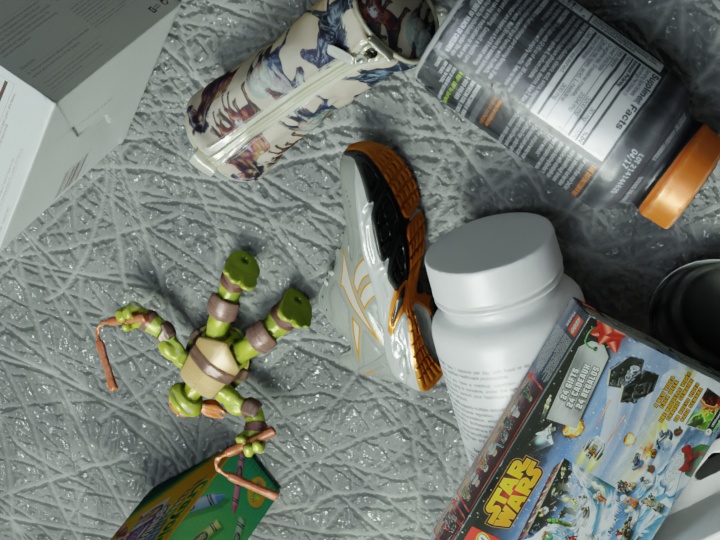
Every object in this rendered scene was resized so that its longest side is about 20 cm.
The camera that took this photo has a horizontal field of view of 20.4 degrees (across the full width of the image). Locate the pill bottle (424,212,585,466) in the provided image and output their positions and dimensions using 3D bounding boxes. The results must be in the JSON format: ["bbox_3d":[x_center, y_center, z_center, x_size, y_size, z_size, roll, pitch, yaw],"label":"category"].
[{"bbox_3d":[0.115,0.068,1.437,0.113,0.113,0.201,-4,117,28],"label":"pill bottle"}]

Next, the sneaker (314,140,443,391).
[{"bbox_3d":[0.000,0.000,1.481,0.091,0.076,0.201,2,118,30],"label":"sneaker"}]

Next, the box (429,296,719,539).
[{"bbox_3d":[0.156,0.135,1.388,0.136,0.040,0.201,26,102,-22],"label":"box"}]

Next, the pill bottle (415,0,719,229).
[{"bbox_3d":[0.143,-0.112,1.322,0.199,0.106,0.106,36,127,2],"label":"pill bottle"}]

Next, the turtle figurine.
[{"bbox_3d":[-0.103,0.072,1.577,0.200,0.064,0.161,44,120,7],"label":"turtle figurine"}]

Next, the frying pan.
[{"bbox_3d":[0.261,0.070,1.419,0.114,0.031,0.191,9,125,21],"label":"frying pan"}]

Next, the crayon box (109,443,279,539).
[{"bbox_3d":[-0.159,0.233,1.612,0.118,0.200,0.058,-30,104,35],"label":"crayon box"}]

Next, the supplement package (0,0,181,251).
[{"bbox_3d":[-0.275,-0.157,1.443,0.199,0.191,0.148,33,126,5],"label":"supplement package"}]

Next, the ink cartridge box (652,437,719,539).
[{"bbox_3d":[0.300,0.211,1.425,0.128,0.125,0.200,-34,101,36],"label":"ink cartridge box"}]

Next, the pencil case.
[{"bbox_3d":[-0.039,-0.135,1.408,0.200,0.089,0.078,-32,99,37],"label":"pencil case"}]
